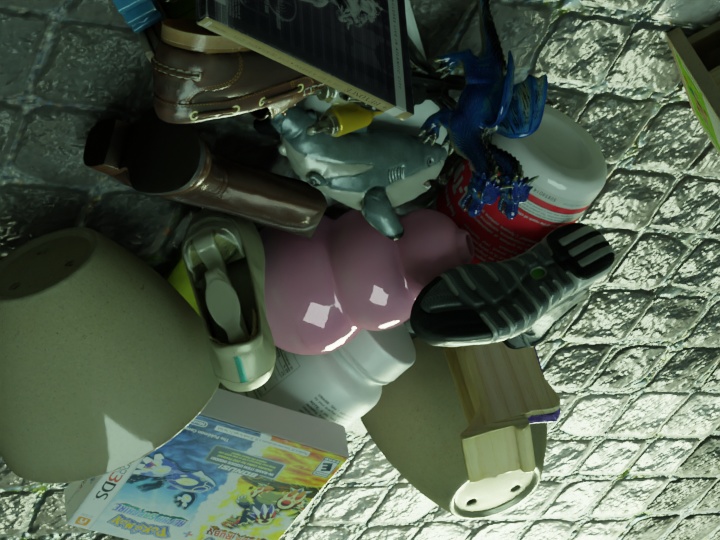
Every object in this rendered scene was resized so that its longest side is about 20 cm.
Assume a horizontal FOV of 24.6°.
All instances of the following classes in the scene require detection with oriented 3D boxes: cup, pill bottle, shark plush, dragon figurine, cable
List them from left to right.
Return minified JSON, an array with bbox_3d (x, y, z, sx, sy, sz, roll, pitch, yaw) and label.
[{"bbox_3d":[-0.229,0.053,1.338,0.199,0.200,0.144,-23,119,-1],"label":"cup"},{"bbox_3d":[-0.052,0.107,1.552,0.200,0.114,0.113,-38,141,20],"label":"pill bottle"},{"bbox_3d":[-0.021,-0.109,1.332,0.200,0.091,0.083,32,99,-25],"label":"shark plush"},{"bbox_3d":[0.040,-0.153,1.315,0.199,0.050,0.098,-5,113,-45],"label":"cable"},{"bbox_3d":[0.113,0.167,1.692,0.199,0.144,0.201,-15,142,-12],"label":"cup"},{"bbox_3d":[0.120,-0.044,1.459,0.112,0.113,0.200,7,134,-34],"label":"pill bottle"},{"bbox_3d":[0.107,-0.135,1.279,0.059,0.099,0.201,23,82,-47],"label":"dragon figurine"}]

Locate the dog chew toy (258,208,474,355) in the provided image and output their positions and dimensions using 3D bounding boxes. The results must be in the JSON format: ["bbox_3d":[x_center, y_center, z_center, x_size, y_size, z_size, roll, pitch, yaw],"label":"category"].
[{"bbox_3d":[0.000,0.000,1.414,0.199,0.125,0.125,-14,146,18],"label":"dog chew toy"}]

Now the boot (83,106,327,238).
[{"bbox_3d":[-0.092,-0.066,1.277,0.199,0.186,0.065,20,90,-33],"label":"boot"}]

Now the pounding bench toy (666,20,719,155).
[{"bbox_3d":[0.384,-0.138,1.411,0.155,0.201,0.124,-27,143,7],"label":"pounding bench toy"}]

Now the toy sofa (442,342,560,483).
[{"bbox_3d":[0.120,0.090,1.554,0.097,0.201,0.083,-15,143,-2],"label":"toy sofa"}]

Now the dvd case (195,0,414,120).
[{"bbox_3d":[-0.039,-0.202,1.152,0.016,0.150,0.199,-25,149,38],"label":"dvd case"}]

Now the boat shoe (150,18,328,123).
[{"bbox_3d":[-0.072,-0.142,1.171,0.199,0.070,0.071,-11,115,-47],"label":"boat shoe"}]

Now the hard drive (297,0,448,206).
[{"bbox_3d":[-0.005,-0.140,1.347,0.131,0.026,0.200,-23,143,-1],"label":"hard drive"}]

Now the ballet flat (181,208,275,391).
[{"bbox_3d":[-0.110,0.005,1.325,0.069,0.201,0.070,-11,140,-10],"label":"ballet flat"}]

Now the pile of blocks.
[{"bbox_3d":[-0.138,-0.196,1.159,0.062,0.082,0.200,-28,143,5],"label":"pile of blocks"}]

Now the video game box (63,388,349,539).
[{"bbox_3d":[-0.141,0.185,1.493,0.199,0.047,0.182,19,130,-26],"label":"video game box"}]

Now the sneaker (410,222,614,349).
[{"bbox_3d":[0.122,0.040,1.395,0.199,0.075,0.116,-21,152,-26],"label":"sneaker"}]

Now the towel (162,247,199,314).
[{"bbox_3d":[-0.174,0.051,1.501,0.086,0.018,0.200,8,133,-40],"label":"towel"}]
